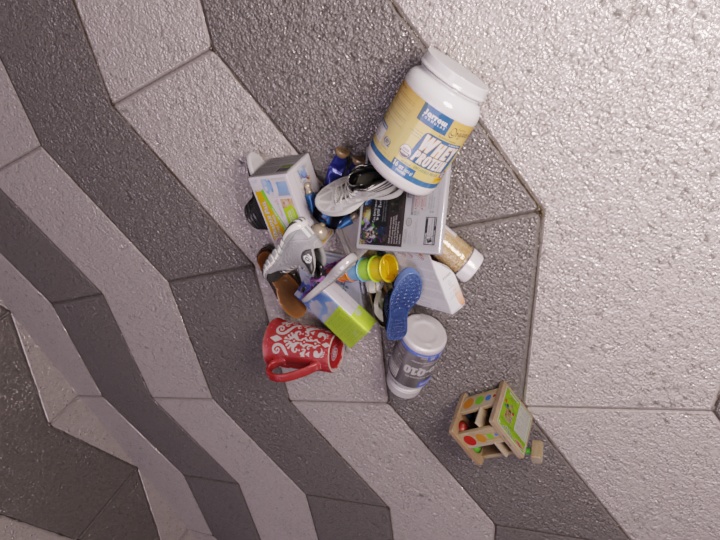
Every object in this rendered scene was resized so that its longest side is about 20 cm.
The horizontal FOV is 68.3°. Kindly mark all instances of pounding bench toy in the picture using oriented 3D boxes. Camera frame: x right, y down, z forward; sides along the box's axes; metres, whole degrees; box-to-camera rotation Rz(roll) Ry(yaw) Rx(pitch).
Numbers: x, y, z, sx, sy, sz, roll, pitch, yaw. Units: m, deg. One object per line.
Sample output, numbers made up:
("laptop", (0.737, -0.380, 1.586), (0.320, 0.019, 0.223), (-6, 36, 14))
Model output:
("pounding bench toy", (0.334, 0.404, 1.300), (0.201, 0.125, 0.155), (49, 133, -12))

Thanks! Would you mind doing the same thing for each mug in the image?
("mug", (-0.155, 0.229, 1.437), (0.194, 0.183, 0.134), (4, 157, 22))

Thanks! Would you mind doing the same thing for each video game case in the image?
("video game case", (0.083, -0.138, 1.025), (0.177, 0.023, 0.207), (5, 88, 27))

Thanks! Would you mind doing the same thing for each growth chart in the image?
("growth chart", (0.009, -0.106, 1.128), (0.199, 0.017, 0.149), (-37, 61, 46))

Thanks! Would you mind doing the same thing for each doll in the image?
("doll", (-0.060, -0.153, 1.119), (0.133, 0.049, 0.204), (25, 114, 2))

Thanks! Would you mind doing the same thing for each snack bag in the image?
("snack bag", (-0.070, 0.041, 1.337), (0.183, 0.021, 0.205), (10, 127, 26))

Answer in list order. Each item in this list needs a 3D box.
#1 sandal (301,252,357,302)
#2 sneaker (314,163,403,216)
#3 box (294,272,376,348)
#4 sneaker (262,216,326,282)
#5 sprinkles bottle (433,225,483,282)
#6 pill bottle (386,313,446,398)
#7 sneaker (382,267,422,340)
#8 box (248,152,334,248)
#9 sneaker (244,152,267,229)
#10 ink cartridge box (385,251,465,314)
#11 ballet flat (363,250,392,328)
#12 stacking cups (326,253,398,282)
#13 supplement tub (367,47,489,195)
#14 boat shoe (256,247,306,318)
("sandal", (-0.074, 0.006, 1.175), (0.050, 0.082, 0.202), (54, 132, 3))
("sneaker", (-0.021, -0.162, 1.003), (0.195, 0.115, 0.078), (-13, 79, 25))
("box", (-0.065, 0.093, 1.308), (0.199, 0.048, 0.122), (43, 145, 0))
("sneaker", (-0.138, -0.010, 1.146), (0.116, 0.075, 0.201), (45, 134, 8))
("sprinkles bottle", (0.158, -0.064, 1.087), (0.199, 0.069, 0.068), (40, 134, -1))
("pill bottle", (0.129, 0.213, 1.284), (0.111, 0.114, 0.203), (25, 133, 11))
("sneaker", (0.083, 0.059, 1.157), (0.068, 0.079, 0.204), (0, 133, -14))
("box", (-0.150, -0.141, 1.189), (0.110, 0.102, 0.204), (0, 124, 30))
("sneaker", (-0.243, -0.173, 1.240), (0.096, 0.071, 0.204), (-4, 126, 27))
("ink cartridge box", (0.125, -0.014, 1.124), (0.160, 0.050, 0.204), (14, 131, 55))
("ballet flat", (0.043, 0.049, 1.244), (0.069, 0.071, 0.204), (1, 124, 29))
("stacking cups", (0.000, 0.000, 1.197), (0.197, 0.061, 0.061), (-5, 123, 51))
("supplement tub", (0.113, -0.249, 0.902), (0.143, 0.145, 0.202), (33, 120, 2))
("boat shoe", (-0.202, 0.028, 1.380), (0.069, 0.070, 0.204), (-29, 108, -5))
